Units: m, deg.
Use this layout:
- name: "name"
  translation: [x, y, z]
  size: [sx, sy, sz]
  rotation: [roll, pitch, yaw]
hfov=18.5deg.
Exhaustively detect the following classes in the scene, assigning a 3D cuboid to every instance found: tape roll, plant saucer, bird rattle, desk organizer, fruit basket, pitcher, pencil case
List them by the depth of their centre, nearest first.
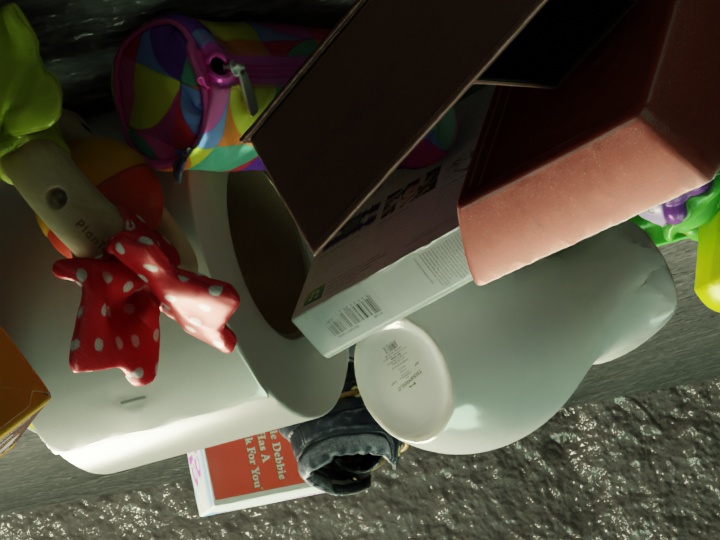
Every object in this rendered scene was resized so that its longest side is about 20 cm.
- name: "desk organizer"
  translation: [0.037, -0.097, 1.056]
  size: [0.072, 0.077, 0.200]
  rotation: [-1, 143, -46]
- name: "plant saucer"
  translation: [0.121, -0.108, 1.063]
  size: [0.037, 0.201, 0.199]
  rotation: [28, 153, -20]
- name: "bird rattle"
  translation: [-0.126, -0.034, 1.080]
  size: [0.113, 0.200, 0.163]
  rotation: [-52, 172, 9]
- name: "pencil case"
  translation: [-0.036, -0.092, 1.172]
  size: [0.200, 0.089, 0.088]
  rotation: [-5, 167, -45]
- name: "tape roll"
  translation: [-0.110, 0.004, 1.264]
  size: [0.139, 0.203, 0.203]
  rotation: [-15, 169, 20]
- name: "pitcher"
  translation: [0.079, 0.052, 1.380]
  size: [0.200, 0.121, 0.172]
  rotation: [-20, 162, -44]
- name: "fruit basket"
  translation: [0.236, -0.032, 1.490]
  size: [0.155, 0.216, 0.216]
  rotation: [-15, 169, 15]

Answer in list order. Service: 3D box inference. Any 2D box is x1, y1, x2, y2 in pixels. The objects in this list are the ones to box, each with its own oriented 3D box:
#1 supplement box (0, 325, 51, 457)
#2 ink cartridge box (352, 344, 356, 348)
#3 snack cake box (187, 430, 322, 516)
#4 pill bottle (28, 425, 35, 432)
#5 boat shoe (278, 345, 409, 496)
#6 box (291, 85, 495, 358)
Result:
- name: "supplement box"
  translation: [-0.281, 0.042, 1.157]
  size: [0.133, 0.197, 0.200]
  rotation: [-37, 180, -18]
- name: "ink cartridge box"
  translation: [0.000, 0.000, 1.429]
  size: [0.200, 0.084, 0.145]
  rotation: [-28, 156, 3]
- name: "snack cake box"
  translation: [-0.082, 0.076, 1.680]
  size: [0.115, 0.201, 0.067]
  rotation: [-9, 170, -16]
- name: "pill bottle"
  translation: [-0.202, 0.074, 1.671]
  size: [0.112, 0.113, 0.200]
  rotation: [-8, -178, -23]
- name: "boat shoe"
  translation: [0.006, 0.099, 1.419]
  size: [0.071, 0.091, 0.200]
  rotation: [-37, 154, 25]
- name: "box"
  translation: [0.044, -0.048, 1.250]
  size: [0.144, 0.036, 0.200]
  rotation: [-29, -155, 29]
